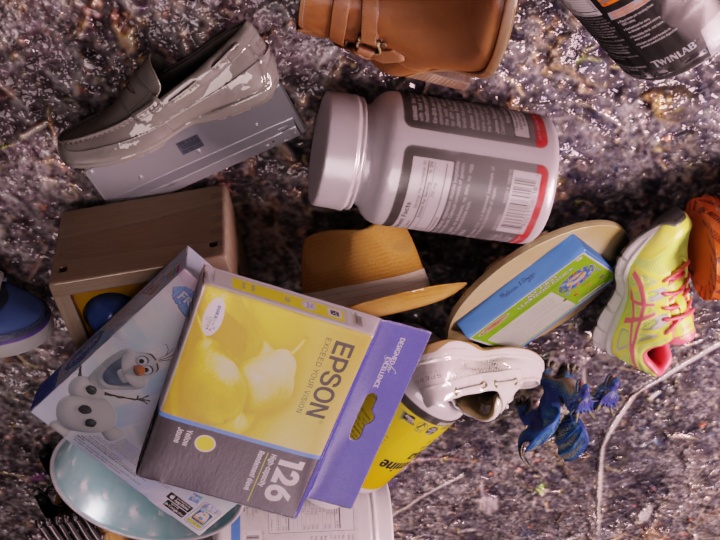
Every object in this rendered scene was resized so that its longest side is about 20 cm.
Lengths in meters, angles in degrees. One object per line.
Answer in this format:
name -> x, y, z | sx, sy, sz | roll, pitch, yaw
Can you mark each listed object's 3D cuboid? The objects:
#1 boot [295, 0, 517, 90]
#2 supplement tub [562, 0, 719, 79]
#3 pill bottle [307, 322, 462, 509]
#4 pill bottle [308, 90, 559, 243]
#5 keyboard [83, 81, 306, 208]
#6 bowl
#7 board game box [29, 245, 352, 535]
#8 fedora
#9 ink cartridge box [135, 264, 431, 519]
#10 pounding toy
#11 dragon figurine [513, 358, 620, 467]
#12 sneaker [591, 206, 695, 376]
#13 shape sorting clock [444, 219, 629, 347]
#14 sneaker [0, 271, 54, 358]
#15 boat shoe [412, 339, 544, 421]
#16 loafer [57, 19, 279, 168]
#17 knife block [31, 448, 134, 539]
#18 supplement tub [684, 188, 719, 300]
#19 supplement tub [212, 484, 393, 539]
boot -> 0.031, -0.195, 0.821 | 0.153, 0.075, 0.200 | 16, 166, -9
supplement tub -> 0.192, -0.247, 0.809 | 0.122, 0.123, 0.199 | -37, 123, 22
pill bottle -> 0.013, 0.157, 1.129 | 0.112, 0.113, 0.200 | 29, 121, -26
pill bottle -> 0.060, -0.091, 0.935 | 0.197, 0.115, 0.115 | 7, 128, -11
keyboard -> -0.148, -0.107, 0.970 | 0.198, 0.011, 0.057 | -22, 122, 12
bowl -> -0.207, 0.177, 1.118 | 0.197, 0.106, 0.203 | 3, 133, 3
board game box -> -0.144, 0.111, 0.947 | 0.198, 0.044, 0.200 | -39, 114, 18
fedora -> 0.000, 0.000, 0.990 | 0.197, 0.201, 0.083 | -12, 91, 4
ink cartridge box -> -0.065, 0.113, 0.904 | 0.197, 0.047, 0.200 | 18, 115, -11
pounding toy -> -0.163, 0.052, 0.999 | 0.181, 0.143, 0.202 | -9, 131, 1
dragon figurine -> 0.206, 0.165, 1.163 | 0.058, 0.100, 0.201 | 14, 126, -16
sneaker -> 0.291, 0.025, 1.049 | 0.078, 0.090, 0.202 | -32, 147, -27
shape sorting clock -> 0.168, 0.018, 1.044 | 0.198, 0.040, 0.201 | -25, 155, -12
sneaker -> -0.377, -0.003, 0.982 | 0.197, 0.081, 0.148 | 9, 132, -6
boat shoe -> 0.114, 0.112, 1.048 | 0.070, 0.070, 0.199 | -23, 159, 38
loafer -> -0.165, -0.146, 0.902 | 0.198, 0.070, 0.070 | -24, 123, 3
knife block -> -0.305, 0.272, 1.232 | 0.063, 0.178, 0.200 | -10, 174, 4
supplement tub -> 0.410, -0.033, 1.011 | 0.197, 0.123, 0.124 | -8, 129, 0
supplement tub -> -0.065, 0.305, 1.228 | 0.197, 0.133, 0.133 | -1, 129, -5
